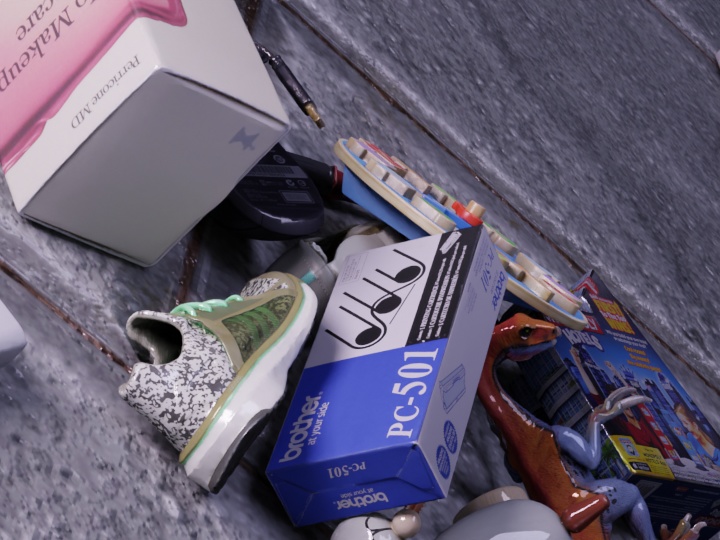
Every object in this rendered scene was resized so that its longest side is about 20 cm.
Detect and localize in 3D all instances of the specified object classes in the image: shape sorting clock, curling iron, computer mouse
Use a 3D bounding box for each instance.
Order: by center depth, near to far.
[{"bbox_3d":[-0.071,-0.078,1.571,0.140,0.046,0.200,-4,44,-44],"label":"computer mouse"},{"bbox_3d":[0.066,-0.026,1.593,0.199,0.039,0.200,32,6,-4],"label":"shape sorting clock"},{"bbox_3d":[-0.016,-0.053,1.668,0.199,0.026,0.050,27,27,-40],"label":"curling iron"}]

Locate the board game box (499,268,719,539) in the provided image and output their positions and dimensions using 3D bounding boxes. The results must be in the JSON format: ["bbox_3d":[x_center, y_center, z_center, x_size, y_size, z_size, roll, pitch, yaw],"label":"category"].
[{"bbox_3d":[0.166,0.086,1.721,0.200,0.062,0.200,16,37,-55],"label":"board game box"}]

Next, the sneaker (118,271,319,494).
[{"bbox_3d":[-0.081,0.038,1.347,0.088,0.077,0.200,35,22,-8],"label":"sneaker"}]

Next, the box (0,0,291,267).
[{"bbox_3d":[-0.146,-0.126,1.418,0.109,0.128,0.201,23,32,-45],"label":"box"}]

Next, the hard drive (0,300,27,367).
[{"bbox_3d":[-0.250,0.003,1.146,0.132,0.027,0.200,51,23,10],"label":"hard drive"}]

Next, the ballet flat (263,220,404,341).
[{"bbox_3d":[0.000,0.000,1.560,0.067,0.064,0.200,50,22,7],"label":"ballet flat"}]

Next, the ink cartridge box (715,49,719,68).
[{"bbox_3d":[0.500,-0.193,2.688,0.146,0.146,0.201,36,25,-24],"label":"ink cartridge box"}]

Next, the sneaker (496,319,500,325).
[{"bbox_3d":[0.064,0.044,1.588,0.070,0.076,0.200,47,22,1],"label":"sneaker"}]

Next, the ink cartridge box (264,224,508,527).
[{"bbox_3d":[0.018,0.056,1.395,0.044,0.093,0.200,63,28,-29],"label":"ink cartridge box"}]

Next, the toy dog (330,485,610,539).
[{"bbox_3d":[0.075,0.154,1.396,0.132,0.096,0.200,51,22,9],"label":"toy dog"}]

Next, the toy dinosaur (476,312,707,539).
[{"bbox_3d":[0.131,0.121,1.517,0.182,0.105,0.200,45,22,-25],"label":"toy dinosaur"}]
